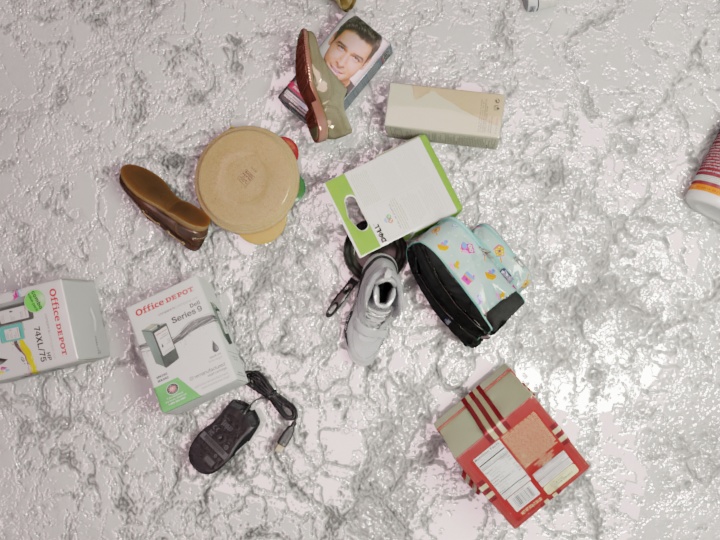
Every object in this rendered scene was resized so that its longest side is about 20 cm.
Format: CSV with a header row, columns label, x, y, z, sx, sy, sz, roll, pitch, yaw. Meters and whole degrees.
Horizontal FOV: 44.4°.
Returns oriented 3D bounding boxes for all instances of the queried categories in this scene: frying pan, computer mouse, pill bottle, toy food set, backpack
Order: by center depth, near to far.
label,x,y,z,sx,sy,sz,roll,pitch,yaw
pill bottle,0.631,-0.182,1.455,0.112,0.113,0.201,27,90,7
backpack,0.175,0.006,1.465,0.200,0.176,0.153,45,76,5
computer mouse,-0.198,0.290,1.550,0.140,0.046,0.201,34,80,15
frying pan,0.017,0.003,1.551,0.114,0.031,0.192,15,91,5
toy food set,-0.198,-0.162,1.575,0.199,0.049,0.199,28,90,7

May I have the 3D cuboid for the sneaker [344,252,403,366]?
label,x,y,z,sx,sy,sz,roll,pitch,yaw
sneaker,0.021,0.076,1.489,0.074,0.115,0.202,12,100,-8

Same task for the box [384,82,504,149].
label,x,y,z,sx,sy,sz,roll,pitch,yaw
box,0.144,-0.266,1.523,0.198,0.095,0.078,8,86,5

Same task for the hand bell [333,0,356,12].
label,x,y,z,sx,sy,sz,roll,pitch,yaw
hand bell,-0.110,-0.527,1.580,0.198,0.104,0.105,12,88,18

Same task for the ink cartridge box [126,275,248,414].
label,x,y,z,sx,sy,sz,roll,pitch,yaw
ink cartridge box,-0.304,0.130,1.540,0.145,0.084,0.201,-25,77,3

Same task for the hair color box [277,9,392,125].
label,x,y,z,sx,sy,sz,roll,pitch,yaw
hair color box,-0.044,-0.348,1.564,0.099,0.061,0.200,40,91,7

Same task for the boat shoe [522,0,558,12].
label,x,y,z,sx,sy,sz,roll,pitch,yaw
boat shoe,0.309,-0.555,1.534,0.065,0.072,0.202,-7,87,1

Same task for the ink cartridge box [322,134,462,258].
label,x,y,z,sx,sy,sz,roll,pitch,yaw
ink cartridge box,0.051,-0.121,1.510,0.199,0.076,0.149,-26,84,-10

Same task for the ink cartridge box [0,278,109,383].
label,x,y,z,sx,sy,sz,roll,pitch,yaw
ink cartridge box,-0.571,0.108,1.549,0.198,0.146,0.148,-14,86,5

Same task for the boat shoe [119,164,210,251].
label,x,y,z,sx,sy,sz,roll,pitch,yaw
boat shoe,-0.358,-0.110,1.580,0.200,0.070,0.071,39,131,13

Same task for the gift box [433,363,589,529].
label,x,y,z,sx,sy,sz,roll,pitch,yaw
gift box,0.242,0.293,1.438,0.184,0.187,0.201,-35,103,1

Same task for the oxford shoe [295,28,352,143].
label,x,y,z,sx,sy,sz,roll,pitch,yaw
oxford shoe,-0.065,-0.318,1.511,0.073,0.071,0.202,-10,85,-19
